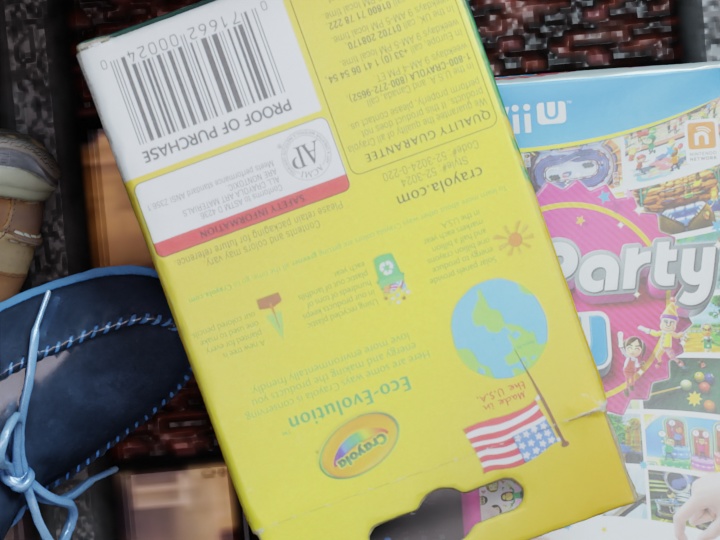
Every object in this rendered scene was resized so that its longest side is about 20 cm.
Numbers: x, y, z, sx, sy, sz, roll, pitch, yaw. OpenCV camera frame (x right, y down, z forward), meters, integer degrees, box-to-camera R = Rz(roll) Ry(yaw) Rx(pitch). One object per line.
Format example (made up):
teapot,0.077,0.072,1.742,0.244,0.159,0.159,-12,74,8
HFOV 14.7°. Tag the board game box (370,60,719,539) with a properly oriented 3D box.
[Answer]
board game box,0.060,0.033,0.976,0.147,0.064,0.201,-5,93,2

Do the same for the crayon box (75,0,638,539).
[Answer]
crayon box,0.000,0.000,0.919,0.126,0.051,0.201,-19,93,4

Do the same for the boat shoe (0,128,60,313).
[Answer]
boat shoe,-0.207,-0.024,0.972,0.199,0.076,0.072,9,97,2

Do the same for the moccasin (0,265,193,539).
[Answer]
moccasin,-0.138,0.075,0.972,0.200,0.068,0.081,-34,126,11
